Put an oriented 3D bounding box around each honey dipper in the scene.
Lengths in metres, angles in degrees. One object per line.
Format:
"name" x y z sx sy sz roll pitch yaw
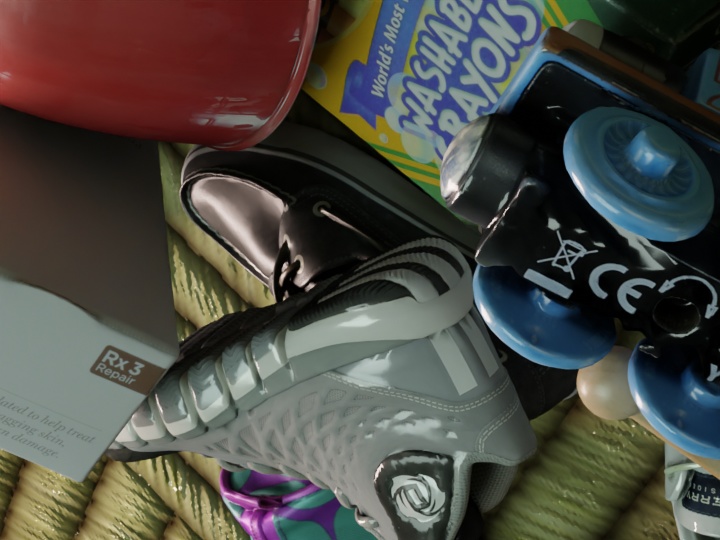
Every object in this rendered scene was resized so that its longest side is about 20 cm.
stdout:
"honey dipper" 0.141 0.075 0.760 0.200 0.038 0.038 36 152 -32

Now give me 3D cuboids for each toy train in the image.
"toy train" 0.119 -0.004 0.697 0.200 0.114 0.087 27 131 -5

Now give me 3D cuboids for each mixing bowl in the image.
"mixing bowl" -0.106 -0.132 0.819 0.200 0.108 0.200 32 127 55

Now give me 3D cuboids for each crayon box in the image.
"crayon box" 0.022 -0.103 0.812 0.200 0.052 0.126 41 140 16

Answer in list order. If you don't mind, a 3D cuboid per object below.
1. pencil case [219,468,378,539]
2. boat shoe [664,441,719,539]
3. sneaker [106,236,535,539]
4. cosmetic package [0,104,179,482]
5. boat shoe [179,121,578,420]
"pencil case" 0.009 0.154 0.991 0.085 0.092 0.200 1 118 45
"boat shoe" 0.138 0.069 0.809 0.074 0.067 0.200 8 125 48
"sneaker" -0.016 0.070 0.861 0.200 0.075 0.116 -22 102 48
"cosmetic package" -0.130 -0.023 0.874 0.102 0.200 0.074 27 118 -23
"boat shoe" 0.000 0.000 0.909 0.200 0.057 0.069 26 135 30
